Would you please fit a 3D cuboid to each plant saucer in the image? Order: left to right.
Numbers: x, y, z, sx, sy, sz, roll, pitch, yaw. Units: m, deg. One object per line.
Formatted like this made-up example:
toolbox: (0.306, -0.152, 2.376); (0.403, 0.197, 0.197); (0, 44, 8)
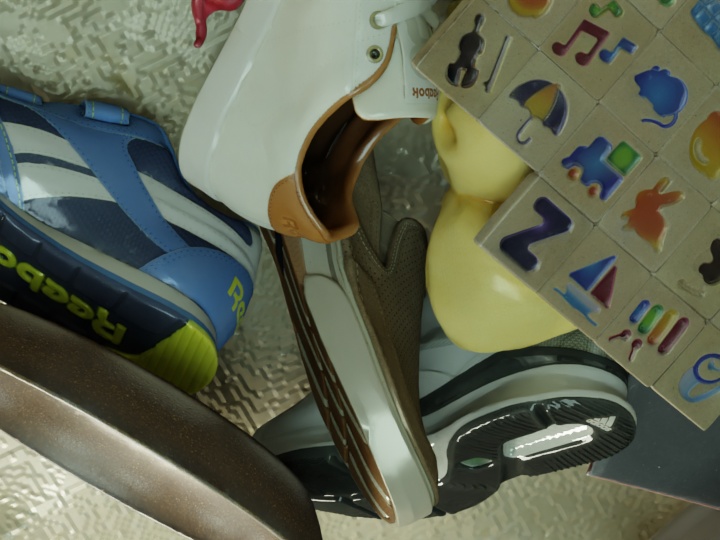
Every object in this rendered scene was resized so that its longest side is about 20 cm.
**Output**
plant saucer: (-0.095, 0.064, 1.084); (0.200, 0.200, 0.032); (32, 76, -14)

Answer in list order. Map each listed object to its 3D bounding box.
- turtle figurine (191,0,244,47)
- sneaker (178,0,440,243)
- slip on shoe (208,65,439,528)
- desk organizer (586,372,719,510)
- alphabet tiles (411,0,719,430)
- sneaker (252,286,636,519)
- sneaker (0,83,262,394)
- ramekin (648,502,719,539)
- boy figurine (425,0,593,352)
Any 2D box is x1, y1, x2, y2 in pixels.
turtle figurine: (-0.095, -0.162, 1.005); (0.200, 0.101, 0.150); (15, 124, 3)
sneaker: (0.009, -0.103, 0.986); (0.085, 0.073, 0.200); (32, 111, 29)
slip on shoe: (0.000, 0.000, 1.059); (0.061, 0.200, 0.076); (-18, 157, -10)
desk organizer: (0.151, -0.012, 1.088); (0.072, 0.077, 0.200); (15, 112, -11)
alphabet tiles: (0.117, -0.055, 0.986); (0.200, 0.008, 0.167); (38, 94, -30)
sneaker: (0.034, 0.032, 1.121); (0.200, 0.115, 0.076); (-18, 146, 41)
sneaker: (-0.126, -0.034, 1.090); (0.200, 0.082, 0.074); (38, 143, -2)
ramekin: (0.187, 0.137, 1.099); (0.202, 0.202, 0.094); (-31, 99, 14)
boy figurine: (0.057, -0.070, 1.018); (0.064, 0.124, 0.200); (0, 87, -3)
